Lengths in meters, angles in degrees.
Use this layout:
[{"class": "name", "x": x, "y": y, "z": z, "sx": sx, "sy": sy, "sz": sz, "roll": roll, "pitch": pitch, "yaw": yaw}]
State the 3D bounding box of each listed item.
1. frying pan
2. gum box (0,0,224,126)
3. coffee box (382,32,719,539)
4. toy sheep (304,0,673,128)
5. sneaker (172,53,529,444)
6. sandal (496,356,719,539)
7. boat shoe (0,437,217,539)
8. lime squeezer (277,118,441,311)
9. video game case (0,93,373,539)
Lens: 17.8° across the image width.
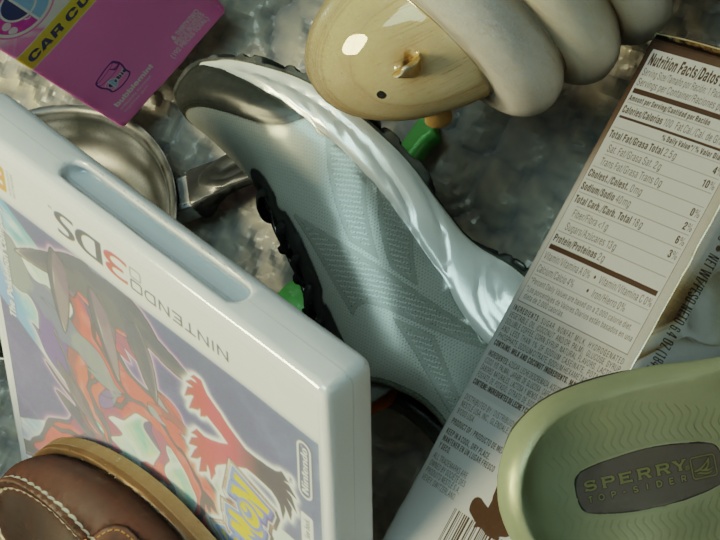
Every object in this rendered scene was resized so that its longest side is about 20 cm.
[{"class": "frying pan", "x": -0.094, "y": -0.035, "z": 0.915, "sx": 0.190, "sy": 0.031, "sz": 0.115, "roll": -34, "pitch": 58, "yaw": -4}, {"class": "gum box", "x": -0.157, "y": -0.157, "z": 0.916, "sx": 0.066, "sy": 0.113, "sz": 0.200, "roll": -48, "pitch": 57, "yaw": 7}, {"class": "coffee box", "x": 0.110, "y": 0.040, "z": 0.753, "sx": 0.200, "sy": 0.114, "sz": 0.080, "roll": -61, "pitch": 30, "yaw": 0}, {"class": "toy sheep", "x": 0.058, "y": -0.129, "z": 0.776, "sx": 0.138, "sy": 0.138, "sz": 0.200, "roll": 42, "pitch": 90, "yaw": 26}, {"class": "sneaker", "x": 0.000, "y": 0.000, "z": 0.817, "sx": 0.079, "sy": 0.074, "sz": 0.200, "roll": -43, "pitch": 78, "yaw": -8}, {"class": "sandal", "x": 0.140, "y": 0.049, "z": 0.671, "sx": 0.201, "sy": 0.057, "sz": 0.080, "roll": -18, "pitch": 88, "yaw": -5}, {"class": "boat shoe", "x": -0.070, "y": 0.124, "z": 0.780, "sx": 0.070, "sy": 0.070, "sz": 0.200, "roll": -30, "pitch": 43, "yaw": -32}, {"class": "lime squeezer", "x": -0.048, "y": 0.016, "z": 0.880, "sx": 0.200, "sy": 0.038, "sz": 0.071, "roll": -31, "pitch": 67, "yaw": 15}, {"class": "video game case", "x": -0.065, "y": 0.058, "z": 0.798, "sx": 0.023, "sy": 0.200, "sz": 0.182, "roll": -35, "pitch": 54, "yaw": -29}]
